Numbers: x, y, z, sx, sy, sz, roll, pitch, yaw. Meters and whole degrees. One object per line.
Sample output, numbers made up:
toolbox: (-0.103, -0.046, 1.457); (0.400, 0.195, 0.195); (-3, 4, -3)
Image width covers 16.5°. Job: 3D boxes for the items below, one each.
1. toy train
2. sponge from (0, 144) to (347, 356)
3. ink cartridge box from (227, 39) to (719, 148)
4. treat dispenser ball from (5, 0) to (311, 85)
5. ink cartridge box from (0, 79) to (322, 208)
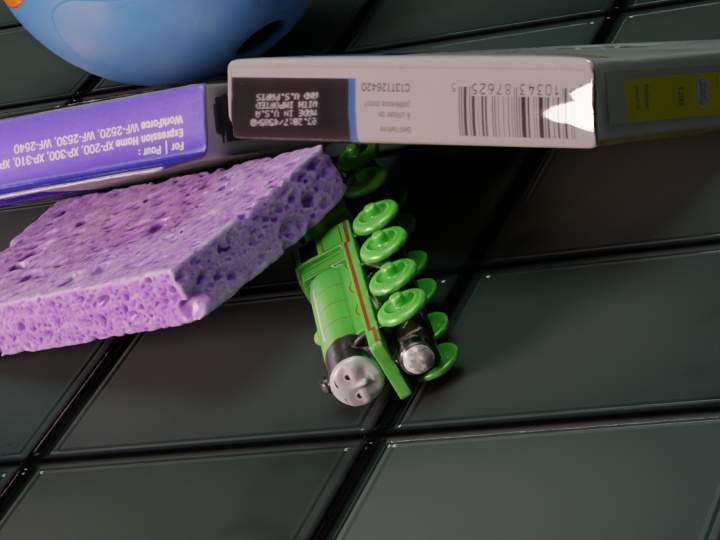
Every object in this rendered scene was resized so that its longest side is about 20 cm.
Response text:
toy train: (0.000, 0.000, 1.071); (0.056, 0.042, 0.200); (-28, 25, 7)
sponge: (-0.107, -0.006, 1.125); (0.199, 0.030, 0.112); (-10, 25, 47)
ink cartridge box: (0.076, -0.081, 1.132); (0.197, 0.047, 0.200); (2, 5, 38)
treat dispenser ball: (-0.108, -0.201, 1.331); (0.200, 0.202, 0.201); (-16, 26, 8)
ink cartridge box: (-0.141, -0.057, 1.191); (0.197, 0.044, 0.200); (-9, 4, 21)
